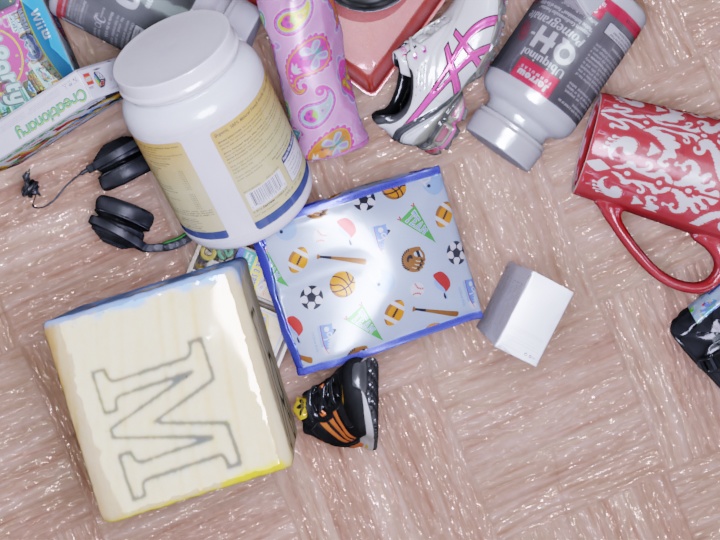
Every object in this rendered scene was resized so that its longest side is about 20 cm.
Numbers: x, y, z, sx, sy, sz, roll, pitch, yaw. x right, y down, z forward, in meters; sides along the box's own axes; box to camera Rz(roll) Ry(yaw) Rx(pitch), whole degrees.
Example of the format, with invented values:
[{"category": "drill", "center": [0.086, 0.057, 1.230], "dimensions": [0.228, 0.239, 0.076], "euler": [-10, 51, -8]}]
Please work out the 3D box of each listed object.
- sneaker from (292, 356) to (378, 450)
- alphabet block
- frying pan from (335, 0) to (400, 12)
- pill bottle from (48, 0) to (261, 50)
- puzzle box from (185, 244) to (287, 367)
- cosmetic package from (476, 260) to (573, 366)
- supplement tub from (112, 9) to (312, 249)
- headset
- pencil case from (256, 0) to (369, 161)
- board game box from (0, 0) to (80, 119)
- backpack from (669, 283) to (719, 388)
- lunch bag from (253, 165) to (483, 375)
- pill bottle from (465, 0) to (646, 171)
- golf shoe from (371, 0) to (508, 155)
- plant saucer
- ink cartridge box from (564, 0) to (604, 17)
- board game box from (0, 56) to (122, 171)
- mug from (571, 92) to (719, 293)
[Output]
[{"category": "sneaker", "center": [-0.026, 0.140, 1.521], "dimensions": [0.089, 0.200, 0.071], "euler": [0, 70, 1]}, {"category": "alphabet block", "center": [-0.181, 0.112, 1.490], "dimensions": [0.195, 0.195, 0.202], "euler": [-17, 93, 1]}, {"category": "frying pan", "center": [0.000, -0.359, 1.534], "dimensions": [0.114, 0.031, 0.192], "euler": [-10, 90, -1]}, {"category": "pill bottle", "center": [-0.206, -0.269, 1.529], "dimensions": [0.199, 0.114, 0.115], "euler": [27, 93, -3]}, {"category": "puzzle box", "center": [-0.143, 0.072, 1.596], "dimensions": [0.132, 0.025, 0.202], "euler": [22, 93, -3]}, {"category": "cosmetic package", "center": [0.164, 0.041, 1.513], "dimensions": [0.050, 0.200, 0.083], "euler": [25, 93, -2]}, {"category": "supplement tub", "center": [-0.144, -0.136, 1.455], "dimensions": [0.143, 0.145, 0.201], "euler": [-24, 127, 0]}, {"category": "headset", "center": [-0.254, -0.082, 1.573], "dimensions": [0.198, 0.094, 0.125], "euler": [1, 89, -17]}, {"category": "pencil case", "center": [-0.052, -0.210, 1.518], "dimensions": [0.087, 0.088, 0.202], "euler": [-13, 113, 0]}, {"category": "board game box", "center": [-0.404, -0.218, 1.554], "dimensions": [0.199, 0.064, 0.149], "euler": [-24, 94, -1]}, {"category": "backpack", "center": [0.447, 0.040, 1.560], "dimensions": [0.163, 0.154, 0.200], "euler": [43, 113, -1]}, {"category": "lunch bag", "center": [0.000, 0.000, 1.540], "dimensions": [0.198, 0.124, 0.172], "euler": [-20, 93, -16]}, {"category": "pill bottle", "center": [0.197, -0.207, 1.543], "dimensions": [0.110, 0.111, 0.201], "euler": [34, 92, -3]}, {"category": "golf shoe", "center": [0.083, -0.221, 1.536], "dimensions": [0.091, 0.073, 0.201], "euler": [19, 102, -25]}, {"category": "plant saucer", "center": [-0.007, -0.319, 1.570], "dimensions": [0.199, 0.037, 0.200], "euler": [36, 92, -4]}, {"category": "ink cartridge box", "center": [0.203, -0.366, 1.491], "dimensions": [0.145, 0.200, 0.087], "euler": [-46, 138, 1]}, {"category": "board game box", "center": [-0.312, -0.150, 1.491], "dimensions": [0.199, 0.126, 0.035], "euler": [-27, 94, 27]}, {"category": "mug", "center": [0.323, -0.087, 1.537], "dimensions": [0.198, 0.134, 0.179], "euler": [16, 63, 1]}]
